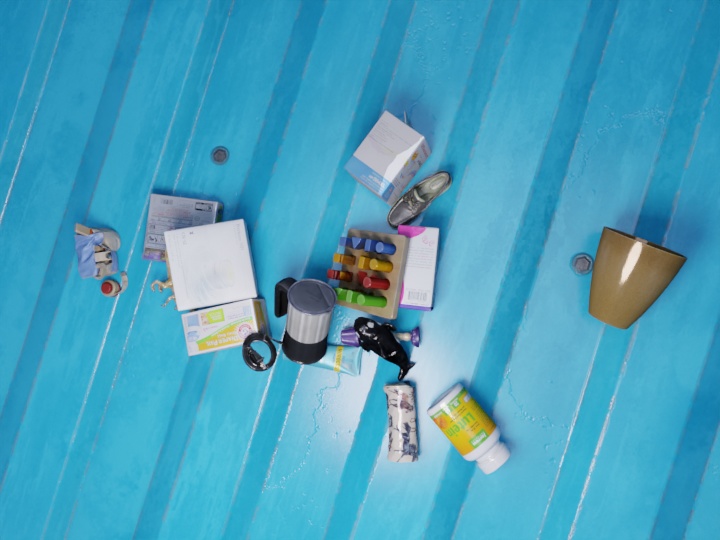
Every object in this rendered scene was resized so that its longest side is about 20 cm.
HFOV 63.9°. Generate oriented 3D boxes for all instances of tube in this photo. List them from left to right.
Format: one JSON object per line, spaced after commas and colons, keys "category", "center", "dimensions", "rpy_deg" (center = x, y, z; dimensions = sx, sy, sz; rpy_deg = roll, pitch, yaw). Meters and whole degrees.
{"category": "tube", "center": [-0.098, 0.221, 1.491], "dimensions": [0.198, 0.050, 0.078], "rpy_deg": [8, 87, 6]}

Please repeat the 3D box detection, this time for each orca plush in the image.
{"category": "orca plush", "center": [0.053, 0.200, 1.405], "dimensions": [0.105, 0.071, 0.201], "rpy_deg": [-21, 116, 19]}

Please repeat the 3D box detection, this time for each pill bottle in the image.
{"category": "pill bottle", "center": [0.262, 0.380, 1.383], "dimensions": [0.111, 0.111, 0.200], "rpy_deg": [-42, 81, 5]}

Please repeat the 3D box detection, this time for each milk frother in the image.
{"category": "milk frother", "center": [-0.173, 0.137, 1.385], "dimensions": [0.180, 0.200, 0.189], "rpy_deg": [25, 134, 14]}

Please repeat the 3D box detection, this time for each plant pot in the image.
{"category": "plant pot", "center": [0.607, 0.025, 1.323], "dimensions": [0.185, 0.186, 0.201], "rpy_deg": [23, 105, 10]}

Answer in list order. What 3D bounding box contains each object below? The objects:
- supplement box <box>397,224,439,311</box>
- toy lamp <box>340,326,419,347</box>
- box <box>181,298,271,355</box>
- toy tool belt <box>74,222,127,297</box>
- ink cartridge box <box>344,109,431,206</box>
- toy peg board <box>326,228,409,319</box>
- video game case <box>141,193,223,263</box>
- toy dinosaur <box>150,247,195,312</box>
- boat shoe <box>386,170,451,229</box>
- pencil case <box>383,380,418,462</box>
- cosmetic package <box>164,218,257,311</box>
{"category": "supplement box", "center": [0.138, -0.005, 1.431], "dimensions": [0.100, 0.103, 0.202], "rpy_deg": [6, 89, 11]}
{"category": "toy lamp", "center": [0.049, 0.168, 1.462], "dimensions": [0.198, 0.058, 0.059], "rpy_deg": [1, 87, 8]}
{"category": "box", "center": [-0.346, 0.146, 1.507], "dimensions": [0.199, 0.101, 0.113], "rpy_deg": [-14, 84, 9]}
{"category": "toy tool belt", "center": [-0.722, -0.026, 1.571], "dimensions": [0.124, 0.123, 0.201], "rpy_deg": [-14, 85, 9]}
{"category": "ink cartridge box", "center": [0.079, -0.286, 1.438], "dimensions": [0.125, 0.128, 0.200], "rpy_deg": [39, 95, 15]}
{"category": "toy peg board", "center": [0.000, 0.000, 1.405], "dimensions": [0.199, 0.097, 0.201], "rpy_deg": [11, 92, 44]}
{"category": "video game case", "center": [-0.484, -0.106, 1.573], "dimensions": [0.199, 0.045, 0.183], "rpy_deg": [8, 88, 10]}
{"category": "toy dinosaur", "center": [-0.508, 0.034, 1.563], "dimensions": [0.101, 0.058, 0.201], "rpy_deg": [-20, 103, 4]}
{"category": "boat shoe", "center": [0.145, -0.184, 1.458], "dimensions": [0.200, 0.066, 0.072], "rpy_deg": [-38, 82, 6]}
{"category": "pencil case", "center": [0.100, 0.378, 1.430], "dimensions": [0.077, 0.089, 0.202], "rpy_deg": [-2, 87, -19]}
{"category": "cosmetic package", "center": [-0.376, -0.014, 1.477], "dimensions": [0.199, 0.123, 0.201], "rpy_deg": [-11, 91, -9]}
